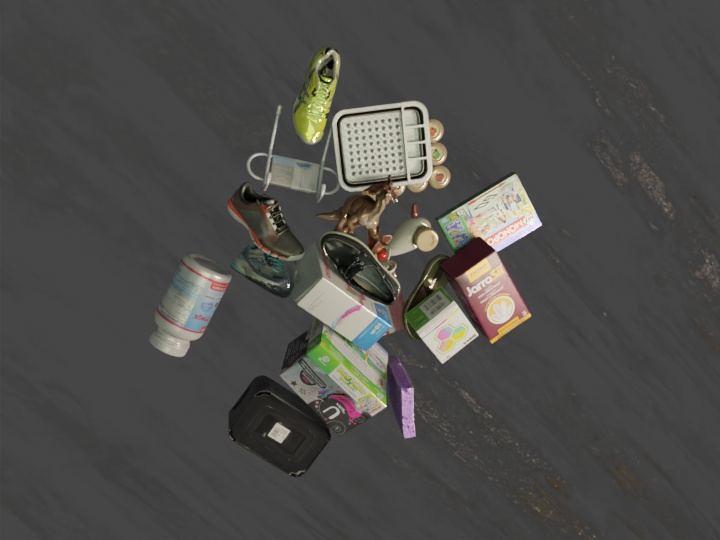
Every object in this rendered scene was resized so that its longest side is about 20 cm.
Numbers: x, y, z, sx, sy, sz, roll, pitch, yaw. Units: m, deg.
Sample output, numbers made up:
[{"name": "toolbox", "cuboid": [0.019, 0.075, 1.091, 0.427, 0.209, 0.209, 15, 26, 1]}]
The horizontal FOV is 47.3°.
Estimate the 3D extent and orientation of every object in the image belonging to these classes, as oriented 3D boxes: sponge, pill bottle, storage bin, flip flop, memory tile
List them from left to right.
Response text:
[{"name": "pill bottle", "cuboid": [-0.356, 0.072, 1.701, 0.109, 0.109, 0.200, 26, 99, -15]}, {"name": "storage bin", "cuboid": [-0.178, 0.342, 1.808, 0.200, 0.094, 0.135, 35, 96, -17]}, {"name": "sponge", "cuboid": [0.087, 0.269, 1.778, 0.030, 0.200, 0.112, -6, 104, -6]}, {"name": "memory tile", "cuboid": [0.088, -0.235, 1.745, 0.200, 0.017, 0.153, -11, 105, -6]}, {"name": "flip flop", "cuboid": [0.155, 0.062, 1.804, 0.081, 0.058, 0.200, 22, 97, -31]}]

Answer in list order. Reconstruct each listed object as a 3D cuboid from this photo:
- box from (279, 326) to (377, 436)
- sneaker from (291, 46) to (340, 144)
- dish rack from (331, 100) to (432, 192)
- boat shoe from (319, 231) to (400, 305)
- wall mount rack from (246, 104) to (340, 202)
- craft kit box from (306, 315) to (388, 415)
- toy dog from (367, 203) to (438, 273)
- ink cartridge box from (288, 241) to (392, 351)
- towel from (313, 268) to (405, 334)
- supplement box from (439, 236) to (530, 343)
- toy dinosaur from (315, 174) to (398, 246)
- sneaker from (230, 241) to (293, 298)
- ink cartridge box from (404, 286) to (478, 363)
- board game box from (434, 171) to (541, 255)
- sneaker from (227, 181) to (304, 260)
[{"name": "box", "cuboid": [-0.063, 0.232, 1.768, 0.115, 0.132, 0.200, -37, 108, 20]}, {"name": "sneaker", "cuboid": [-0.089, -0.352, 1.637, 0.075, 0.076, 0.200, 10, 90, -13]}, {"name": "dish rack", "cuboid": [0.043, -0.257, 1.701, 0.200, 0.044, 0.172, -8, 106, -7]}, {"name": "boat shoe", "cuboid": [-0.001, 0.002, 1.626, 0.074, 0.066, 0.199, -38, 109, 20]}, {"name": "wall mount rack", "cuboid": [-0.126, -0.235, 1.684, 0.200, 0.075, 0.174, 11, 70, -13]}, {"name": "craft kit box", "cuboid": [-0.022, 0.174, 1.719, 0.049, 0.198, 0.200, -39, 109, 18]}, {"name": "toy dog", "cuboid": [0.068, -0.075, 1.731, 0.200, 0.132, 0.096, -30, 116, -23]}, {"name": "ink cartridge box", "cuboid": [-0.043, 0.052, 1.682, 0.200, 0.145, 0.085, 35, 109, -29]}, {"name": "towel", "cuboid": [-0.002, 0.089, 1.811, 0.200, 0.023, 0.144, -17, 108, -3]}, {"name": "supplement box", "cuboid": [0.272, 0.043, 1.788, 0.110, 0.086, 0.200, -35, 119, -3]}, {"name": "toy dinosaur", "cuboid": [0.004, -0.128, 1.676, 0.086, 0.200, 0.136, 18, 83, -46]}, {"name": "sneaker", "cuboid": [-0.192, -0.011, 1.668, 0.078, 0.200, 0.086, 37, 83, -40]}, {"name": "ink cartridge box", "cuboid": [0.187, 0.133, 1.789, 0.104, 0.059, 0.200, -38, 135, 0]}, {"name": "board game box", "cuboid": [0.281, -0.107, 1.803, 0.200, 0.029, 0.135, -31, 106, -1]}, {"name": "sneaker", "cuboid": [-0.186, -0.101, 1.660, 0.200, 0.077, 0.082, 41, 126, 10]}]
